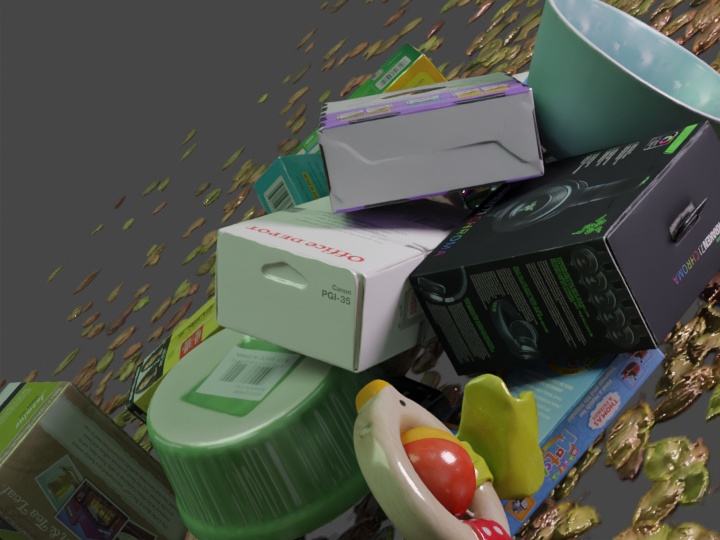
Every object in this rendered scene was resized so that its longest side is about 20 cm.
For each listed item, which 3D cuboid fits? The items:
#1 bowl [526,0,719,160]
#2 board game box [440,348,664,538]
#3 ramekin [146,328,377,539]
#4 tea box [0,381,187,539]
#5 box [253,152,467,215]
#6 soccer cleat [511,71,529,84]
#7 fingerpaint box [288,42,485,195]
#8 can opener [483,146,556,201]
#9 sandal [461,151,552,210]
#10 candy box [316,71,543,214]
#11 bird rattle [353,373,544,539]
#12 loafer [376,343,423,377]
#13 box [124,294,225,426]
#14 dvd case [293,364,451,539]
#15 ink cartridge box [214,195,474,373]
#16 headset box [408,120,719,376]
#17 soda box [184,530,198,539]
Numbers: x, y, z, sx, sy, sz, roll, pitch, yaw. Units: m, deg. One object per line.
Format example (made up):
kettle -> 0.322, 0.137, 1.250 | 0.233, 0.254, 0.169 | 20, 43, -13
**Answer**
bowl -> 0.213, -0.134, 1.268 | 0.105, 0.200, 0.201 | -58, 13, 23
board game box -> 0.115, 0.115, 1.145 | 0.200, 0.037, 0.151 | -48, 19, -9
ramekin -> -0.074, 0.120, 1.244 | 0.199, 0.098, 0.200 | -19, 28, 11
tea box -> -0.284, 0.221, 1.501 | 0.134, 0.200, 0.197 | -52, 21, -22
box -> 0.004, -0.065, 1.416 | 0.200, 0.082, 0.049 | -10, -24, -44
soccer cleat -> 0.173, -0.161, 1.474 | 0.199, 0.070, 0.086 | -26, 11, -5
fingerpaint box -> 0.035, -0.097, 1.550 | 0.200, 0.167, 0.073 | -44, 21, 4
can opener -> 0.124, -0.035, 1.384 | 0.078, 0.063, 0.200 | 6, 54, 45
sandal -> 0.142, -0.082, 1.481 | 0.200, 0.048, 0.075 | -39, 20, 15
candy box -> 0.053, -0.109, 1.266 | 0.167, 0.072, 0.200 | -10, 11, 2
bird rattle -> 0.054, 0.153, 0.981 | 0.113, 0.163, 0.200 | -38, 29, 27
loafer -> 0.052, 0.028, 1.380 | 0.072, 0.063, 0.200 | -37, 5, 39
box -> -0.128, 0.063, 1.400 | 0.200, 0.050, 0.075 | -40, 21, 24
dvd case -> -0.041, 0.150, 1.298 | 0.200, 0.025, 0.150 | -38, 30, -22
ink cartridge box -> 0.000, 0.000, 1.225 | 0.146, 0.083, 0.200 | 17, 23, 33
headset box -> 0.169, -0.015, 1.137 | 0.200, 0.093, 0.174 | -11, 23, 46
soda box -> -0.099, 0.204, 1.364 | 0.068, 0.064, 0.200 | -34, 22, 26
